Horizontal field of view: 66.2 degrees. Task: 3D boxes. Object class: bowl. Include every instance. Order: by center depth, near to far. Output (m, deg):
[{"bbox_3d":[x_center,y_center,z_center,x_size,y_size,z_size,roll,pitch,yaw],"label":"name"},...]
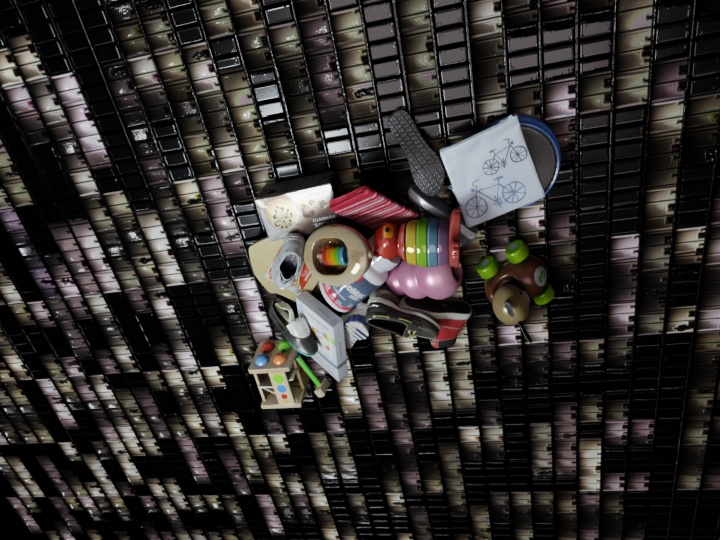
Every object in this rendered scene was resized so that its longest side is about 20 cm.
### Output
[{"bbox_3d":[0.337,-0.231,1.205,0.192,0.040,0.207,5,121,8],"label":"bowl"}]

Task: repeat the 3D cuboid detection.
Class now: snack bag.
[{"bbox_3d":[0.280,-0.209,1.193,0.183,0.022,0.204,-21,115,20],"label":"snack bag"}]

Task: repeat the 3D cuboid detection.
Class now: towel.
[{"bbox_3d":[0.040,-0.132,1.246,0.196,0.023,0.142,20,158,-37],"label":"towel"}]

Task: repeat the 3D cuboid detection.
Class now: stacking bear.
[{"bbox_3d":[0.123,-0.064,1.223,0.192,0.126,0.114,2,156,11],"label":"stacking bear"}]

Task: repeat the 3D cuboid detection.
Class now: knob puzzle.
[{"bbox_3d":[-0.195,-0.021,1.423,0.210,0.031,0.226,3,127,3],"label":"knob puzzle"}]

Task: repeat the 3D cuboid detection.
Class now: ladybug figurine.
[{"bbox_3d":[-0.044,-0.036,1.265,0.195,0.071,0.142,5,100,38],"label":"ladybug figurine"}]

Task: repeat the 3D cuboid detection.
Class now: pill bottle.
[{"bbox_3d":[0.000,0.000,1.353,0.119,0.121,0.199,41,121,-16],"label":"pill bottle"}]

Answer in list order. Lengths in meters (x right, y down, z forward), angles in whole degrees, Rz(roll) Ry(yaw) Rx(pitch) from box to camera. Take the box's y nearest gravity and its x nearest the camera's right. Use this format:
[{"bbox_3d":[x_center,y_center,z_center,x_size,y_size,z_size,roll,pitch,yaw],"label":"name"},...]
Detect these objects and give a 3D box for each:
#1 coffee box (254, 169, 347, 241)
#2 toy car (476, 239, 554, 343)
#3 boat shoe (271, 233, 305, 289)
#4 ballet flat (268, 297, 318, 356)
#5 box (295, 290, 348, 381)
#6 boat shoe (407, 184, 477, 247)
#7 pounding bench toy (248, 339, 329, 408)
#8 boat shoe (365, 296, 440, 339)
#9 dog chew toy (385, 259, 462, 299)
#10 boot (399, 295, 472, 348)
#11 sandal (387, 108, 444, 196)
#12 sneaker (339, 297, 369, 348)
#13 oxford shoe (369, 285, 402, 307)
[{"bbox_3d":[-0.136,-0.153,1.313,0.192,0.081,0.116,-9,120,15],"label":"coffee box"},{"bbox_3d":[0.365,0.065,1.281,0.155,0.202,0.166,-29,113,25],"label":"toy car"},{"bbox_3d":[-0.178,-0.004,1.355,0.070,0.070,0.201,21,139,-15],"label":"boat shoe"},{"bbox_3d":[-0.181,0.142,1.452,0.198,0.067,0.070,39,137,32],"label":"ballet flat"},{"bbox_3d":[-0.100,0.175,1.461,0.154,0.041,0.205,34,141,36],"label":"box"},{"bbox_3d":[0.181,-0.121,1.288,0.196,0.071,0.067,30,121,-17],"label":"boat shoe"},{"bbox_3d":[-0.194,0.281,1.557,0.192,0.126,0.161,-5,120,13],"label":"pounding bench toy"},{"bbox_3d":[0.102,0.131,1.335,0.195,0.062,0.072,22,145,-10],"label":"boat shoe"},{"bbox_3d":[0.147,0.011,1.341,0.195,0.126,0.127,-10,121,35],"label":"dog chew toy"},{"bbox_3d":[0.175,0.140,1.420,0.193,0.074,0.147,9,126,-17],"label":"boot"},{"bbox_3d":[0.129,-0.264,1.227,0.073,0.045,0.204,-27,98,18],"label":"sandal"},{"bbox_3d":[-0.012,0.128,1.463,0.080,0.117,0.198,40,149,-13],"label":"sneaker"},{"bbox_3d":[0.088,0.100,1.428,0.076,0.058,0.199,-48,131,0],"label":"oxford shoe"}]
